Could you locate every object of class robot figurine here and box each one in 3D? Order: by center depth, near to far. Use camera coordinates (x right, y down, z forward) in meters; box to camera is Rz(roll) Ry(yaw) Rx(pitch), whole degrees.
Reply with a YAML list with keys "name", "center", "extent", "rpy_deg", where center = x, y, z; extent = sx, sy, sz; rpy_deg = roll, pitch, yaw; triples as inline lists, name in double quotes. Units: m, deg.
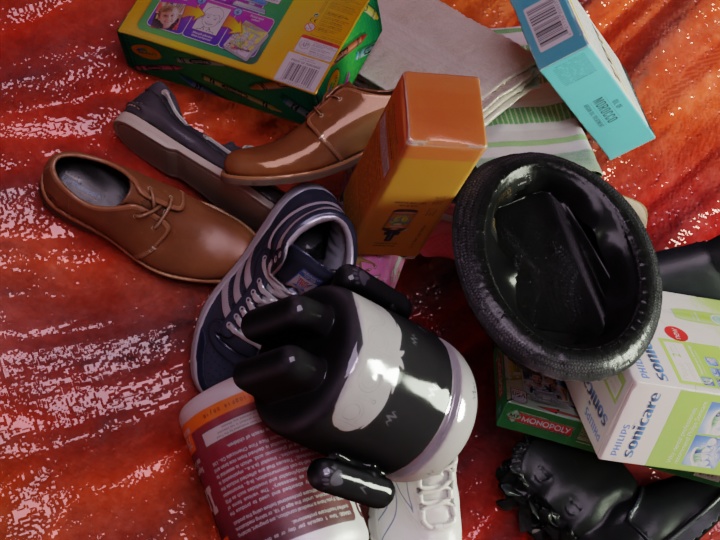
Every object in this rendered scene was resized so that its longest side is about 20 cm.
- name: "robot figurine"
  center: [-0.003, 0.087, 1.388]
  extent: [0.200, 0.125, 0.151]
  rpy_deg: [27, 97, -36]

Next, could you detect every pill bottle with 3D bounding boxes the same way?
- name: "pill bottle"
  center: [-0.062, 0.185, 1.443]
  extent: [0.113, 0.113, 0.200]
  rpy_deg: [-16, 73, -20]

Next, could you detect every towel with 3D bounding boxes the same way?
- name: "towel"
  center: [0.053, -0.189, 1.618]
  extent: [0.200, 0.035, 0.132]
  rpy_deg: [35, 56, 29]
- name: "towel"
  center: [0.117, -0.150, 1.627]
  extent: [0.152, 0.023, 0.200]
  rpy_deg: [-5, 46, -13]

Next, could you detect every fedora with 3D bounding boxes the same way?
- name: "fedora"
  center: [0.144, 0.009, 1.446]
  extent: [0.200, 0.092, 0.201]
  rpy_deg: [9, 61, -17]

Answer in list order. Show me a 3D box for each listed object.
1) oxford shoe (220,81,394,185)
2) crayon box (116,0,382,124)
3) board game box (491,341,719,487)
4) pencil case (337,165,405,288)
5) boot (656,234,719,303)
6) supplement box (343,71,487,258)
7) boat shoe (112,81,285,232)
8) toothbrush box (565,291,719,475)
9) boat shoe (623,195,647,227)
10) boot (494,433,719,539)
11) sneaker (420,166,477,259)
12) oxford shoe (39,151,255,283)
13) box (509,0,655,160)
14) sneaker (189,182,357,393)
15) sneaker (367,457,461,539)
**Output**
- name: "oxford shoe"
  center: [-0.026, -0.118, 1.509]
  extent: [0.199, 0.071, 0.071]
  rpy_deg: [-17, 109, -13]
- name: "crayon box"
  center: [-0.096, -0.210, 1.583]
  extent: [0.199, 0.058, 0.119]
  rpy_deg: [19, 64, 18]
- name: "board game box"
  center: [0.211, 0.110, 1.550]
  extent: [0.199, 0.029, 0.135]
  rpy_deg: [16, 31, -8]
- name: "pencil case"
  center: [0.000, 0.000, 1.547]
  extent: [0.083, 0.086, 0.201]
  rpy_deg: [29, 62, -25]
- name: "boot"
  center: [0.315, 0.033, 1.616]
  extent: [0.168, 0.200, 0.077]
  rpy_deg: [-19, 49, 14]
- name: "supplement box"
  center: [0.038, -0.078, 1.429]
  extent: [0.066, 0.200, 0.069]
  rpy_deg: [2, 63, -15]
- name: "boat shoe"
  center: [-0.115, -0.094, 1.563]
  extent: [0.200, 0.073, 0.063]
  rpy_deg: [32, 67, 4]
- name: "toothbrush box"
  center: [0.280, 0.093, 1.505]
  extent: [0.199, 0.086, 0.146]
  rpy_deg: [8, 32, -17]
- name: "boat shoe"
  center: [0.163, -0.041, 1.614]
  extent: [0.199, 0.074, 0.069]
  rpy_deg: [10, 61, -12]
- name: "boot"
  center: [0.222, 0.180, 1.547]
  extent: [0.198, 0.073, 0.162]
  rpy_deg: [-35, 73, -29]
- name: "sneaker"
  center: [0.138, -0.034, 1.557]
  extent: [0.199, 0.087, 0.074]
  rpy_deg: [11, 40, -15]
- name: "oxford shoe"
  center: [-0.174, -0.043, 1.516]
  extent: [0.199, 0.071, 0.072]
  rpy_deg: [21, 75, -6]
- name: "box"
  center: [0.199, -0.178, 1.609]
  extent: [0.049, 0.200, 0.082]
  rpy_deg: [-27, 61, 15]
- name: "sneaker"
  center: [-0.071, 0.026, 1.469]
  extent: [0.070, 0.108, 0.200]
  rpy_deg: [28, 94, -21]
- name: "sneaker"
  center: [0.047, 0.171, 1.492]
  extent: [0.074, 0.087, 0.201]
  rpy_deg: [-5, 72, -24]
